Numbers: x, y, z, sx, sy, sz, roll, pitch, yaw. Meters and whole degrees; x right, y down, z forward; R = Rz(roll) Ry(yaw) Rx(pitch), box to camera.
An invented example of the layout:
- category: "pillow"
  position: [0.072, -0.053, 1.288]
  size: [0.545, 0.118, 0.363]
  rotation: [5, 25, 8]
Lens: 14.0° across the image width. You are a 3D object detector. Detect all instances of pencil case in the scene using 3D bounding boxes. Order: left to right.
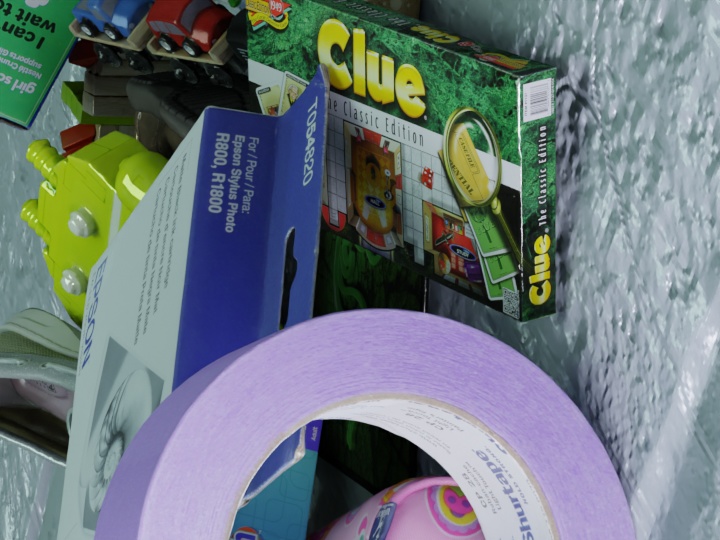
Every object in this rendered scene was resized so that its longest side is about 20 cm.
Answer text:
- category: "pencil case"
  position: [0.009, 0.145, 1.247]
  size: [0.200, 0.087, 0.088]
  rotation: [142, 125, -65]

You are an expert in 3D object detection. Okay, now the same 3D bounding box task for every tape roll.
- category: "tape roll"
  position: [0.002, 0.117, 1.103]
  size: [0.066, 0.199, 0.201]
  rotation: [157, 110, -67]

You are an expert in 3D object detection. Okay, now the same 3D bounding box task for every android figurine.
- category: "android figurine"
  position: [-0.099, 0.013, 1.446]
  size: [0.200, 0.041, 0.182]
  rotation: [44, 146, 21]

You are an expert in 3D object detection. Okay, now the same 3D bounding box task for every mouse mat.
- category: "mouse mat"
  position: [0.000, 0.000, 1.375]
  size: [0.161, 0.008, 0.201]
  rotation: [-154, 66, -67]

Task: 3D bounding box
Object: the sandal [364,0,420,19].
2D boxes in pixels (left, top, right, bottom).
- category: "sandal"
  position: [0.017, -0.181, 1.265]
  size: [0.070, 0.077, 0.213]
  rotation: [17, 113, 47]

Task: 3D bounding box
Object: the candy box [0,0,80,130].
- category: "candy box"
  position: [-0.176, -0.203, 1.620]
  size: [0.200, 0.077, 0.169]
  rotation: [-61, 22, 19]

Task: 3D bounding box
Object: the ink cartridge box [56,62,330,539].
- category: "ink cartridge box"
  position: [-0.076, 0.035, 1.259]
  size: [0.200, 0.040, 0.200]
  rotation: [131, 150, -49]

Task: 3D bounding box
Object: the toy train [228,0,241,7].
- category: "toy train"
  position: [-0.046, -0.176, 1.392]
  size: [0.200, 0.042, 0.057]
  rotation: [150, 124, -65]

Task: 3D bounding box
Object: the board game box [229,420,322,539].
- category: "board game box"
  position: [-0.073, 0.171, 1.274]
  size: [0.152, 0.045, 0.201]
  rotation: [134, 149, -59]

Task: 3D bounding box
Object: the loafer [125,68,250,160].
- category: "loafer"
  position: [-0.067, -0.059, 1.471]
  size: [0.200, 0.073, 0.071]
  rotation: [-143, 45, -74]

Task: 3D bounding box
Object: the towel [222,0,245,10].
- category: "towel"
  position: [-0.044, -0.195, 1.460]
  size: [0.200, 0.024, 0.147]
  rotation: [-147, 58, -65]

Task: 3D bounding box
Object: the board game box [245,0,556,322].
- category: "board game box"
  position: [0.014, -0.056, 1.233]
  size: [0.200, 0.023, 0.105]
  rotation: [25, 121, 51]

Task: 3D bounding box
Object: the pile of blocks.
- category: "pile of blocks"
  position: [-0.141, -0.123, 1.660]
  size: [0.200, 0.062, 0.082]
  rotation: [110, 150, -42]

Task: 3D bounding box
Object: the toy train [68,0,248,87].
- category: "toy train"
  position: [-0.081, -0.115, 1.431]
  size: [0.200, 0.046, 0.034]
  rotation: [14, 60, 49]

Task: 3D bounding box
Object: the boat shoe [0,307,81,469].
- category: "boat shoe"
  position: [-0.136, 0.075, 1.444]
  size: [0.202, 0.065, 0.075]
  rotation: [27, 139, 48]
